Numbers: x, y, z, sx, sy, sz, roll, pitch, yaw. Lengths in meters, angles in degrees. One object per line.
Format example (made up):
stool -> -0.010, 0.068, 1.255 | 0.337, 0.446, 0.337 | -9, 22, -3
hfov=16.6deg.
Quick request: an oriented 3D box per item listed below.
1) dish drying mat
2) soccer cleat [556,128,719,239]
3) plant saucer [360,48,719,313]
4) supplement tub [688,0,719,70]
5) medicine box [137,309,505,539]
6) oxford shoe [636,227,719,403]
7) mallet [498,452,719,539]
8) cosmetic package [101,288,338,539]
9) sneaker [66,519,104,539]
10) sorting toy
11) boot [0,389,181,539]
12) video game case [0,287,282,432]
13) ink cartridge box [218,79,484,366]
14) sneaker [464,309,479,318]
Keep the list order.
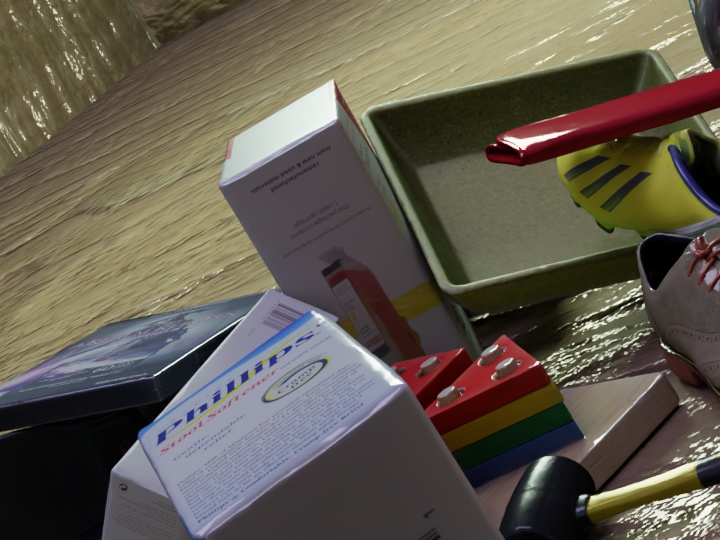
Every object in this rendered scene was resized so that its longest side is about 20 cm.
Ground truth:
dish drying mat -> 0.171, -0.094, 1.385 | 0.198, 0.018, 0.077 | -16, 9, -11
soccer cleat -> 0.178, -0.051, 1.366 | 0.064, 0.084, 0.200 | -27, 33, -21
plant saucer -> 0.118, -0.047, 1.486 | 0.198, 0.048, 0.200 | -13, 38, -9
supplement tub -> 0.281, -0.181, 1.636 | 0.122, 0.123, 0.200 | -31, 13, 11
medicine box -> 0.006, 0.131, 1.022 | 0.103, 0.183, 0.200 | -34, 12, -6
oxford shoe -> 0.186, 0.020, 1.231 | 0.070, 0.075, 0.200 | -35, 13, -13
mallet -> 0.154, 0.091, 1.146 | 0.199, 0.041, 0.066 | -24, 21, 22
cosmetic package -> -0.083, 0.125, 1.375 | 0.200, 0.051, 0.152 | -51, -20, -52
sneaker -> -0.157, 0.207, 1.417 | 0.084, 0.075, 0.200 | -15, 29, 43
sorting toy -> 0.033, 0.109, 1.295 | 0.200, 0.070, 0.198 | -42, 15, -33
boot -> -0.175, 0.105, 1.518 | 0.198, 0.070, 0.174 | -18, 11, -17
video game case -> -0.138, 0.054, 1.494 | 0.142, 0.019, 0.200 | -12, 11, 25
ink cartridge box -> 0.000, 0.000, 1.490 | 0.083, 0.201, 0.145 | -29, 13, 5
sneaker -> 0.037, 0.011, 1.605 | 0.093, 0.071, 0.199 | -21, -2, -38
